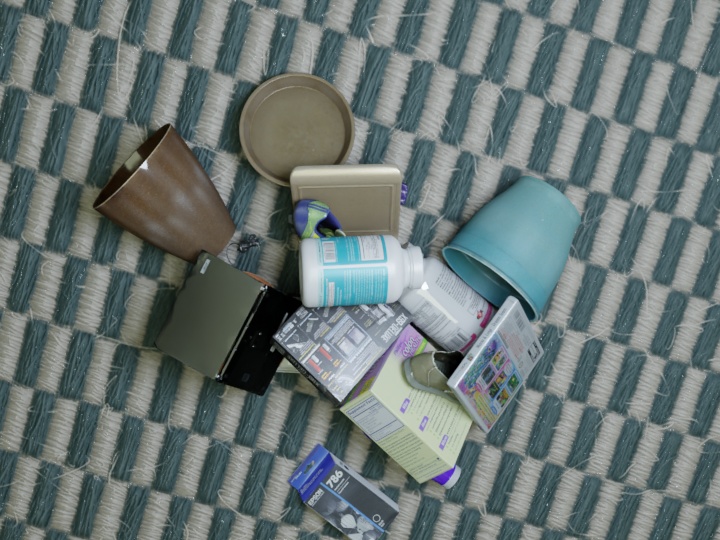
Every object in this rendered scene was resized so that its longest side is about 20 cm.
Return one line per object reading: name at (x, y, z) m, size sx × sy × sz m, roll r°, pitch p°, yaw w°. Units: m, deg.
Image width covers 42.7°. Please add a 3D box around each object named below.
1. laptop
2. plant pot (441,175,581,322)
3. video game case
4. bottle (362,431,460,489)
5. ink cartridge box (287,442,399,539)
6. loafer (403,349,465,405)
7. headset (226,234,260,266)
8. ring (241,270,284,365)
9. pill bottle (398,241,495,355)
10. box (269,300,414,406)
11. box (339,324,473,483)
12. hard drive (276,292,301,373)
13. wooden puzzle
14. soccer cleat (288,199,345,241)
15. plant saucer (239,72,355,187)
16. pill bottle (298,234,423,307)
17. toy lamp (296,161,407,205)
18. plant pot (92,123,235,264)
laptop at (-0.211, 0.092, 1.540) m, size 0.103 × 0.199 × 0.179 m, roll 28°, pitch 90°, yaw 37°
plant pot at (0.271, -0.049, 1.574) m, size 0.199 × 0.200 × 0.189 m, roll 39°, pitch 80°, yaw -9°
video game case at (0.233, 0.164, 1.563) m, size 0.183 × 0.024 × 0.200 m, roll -52°, pitch 143°, yaw -12°
bottle at (0.093, 0.320, 1.671) m, size 0.199 × 0.084 × 0.066 m, roll 38°, pitch 95°, yaw -8°
ink cartridge box at (-0.032, 0.420, 1.704) m, size 0.199 × 0.039 × 0.100 m, roll 38°, pitch 96°, yaw -8°
loafer at (0.164, 0.180, 1.566) m, size 0.198 × 0.076 × 0.069 m, roll 14°, pitch 145°, yaw -39°
headset at (-0.232, 0.032, 1.590) m, size 0.122 × 0.094 × 0.202 m, roll 30°, pitch 117°, yaw 6°
ring at (-0.214, 0.101, 1.624) m, size 0.197 × 0.019 × 0.204 m, roll 1°, pitch 95°, yaw 14°
pill bottle at (0.130, 0.050, 1.612) m, size 0.199 × 0.113 × 0.114 m, roll 40°, pitch 95°, yaw -9°
box at (-0.029, 0.099, 1.547) m, size 0.157 × 0.050 × 0.200 m, roll 42°, pitch 70°, yaw 3°
box at (0.092, 0.229, 1.600) m, size 0.200 × 0.177 × 0.096 m, roll 43°, pitch 135°, yaw -10°
hard drive at (-0.081, 0.115, 1.650) m, size 0.196 × 0.038 × 0.142 m, roll 4°, pitch 99°, yaw -3°
wooden puzzle at (-0.023, -0.112, 1.561) m, size 0.181 × 0.201 × 0.038 m, roll -2°, pitch 56°, yaw -1°
soccer cleat at (-0.059, -0.044, 1.558) m, size 0.082 × 0.201 × 0.065 m, roll 9°, pitch 58°, yaw 23°
plant saucer at (-0.107, -0.236, 1.564) m, size 0.196 × 0.029 × 0.204 m, roll 1°, pitch 79°, yaw -4°
pill bottle at (0.000, 0.000, 1.494) m, size 0.196 × 0.111 × 0.113 m, roll -2°, pitch 100°, yaw -7°
toy lamp at (-0.016, -0.150, 1.599) m, size 0.196 × 0.058 × 0.059 m, roll 12°, pitch 99°, yaw -5°
plant pot at (-0.310, -0.108, 1.541) m, size 0.187 × 0.187 × 0.200 m, roll -44°, pitch 112°, yaw 5°
